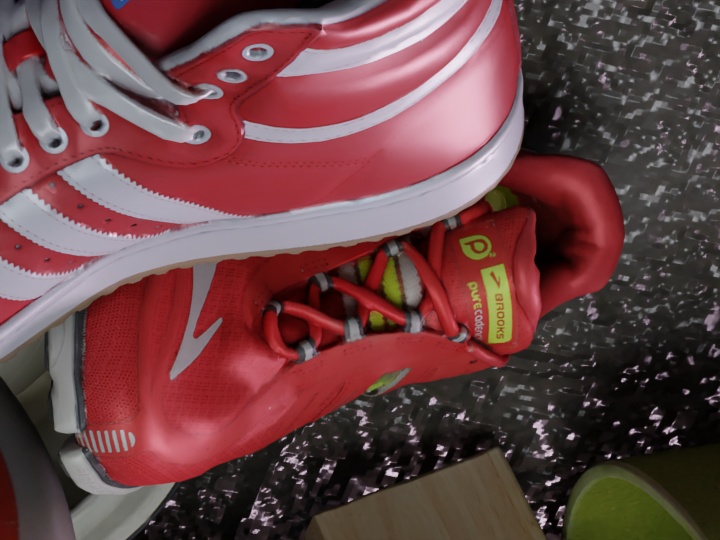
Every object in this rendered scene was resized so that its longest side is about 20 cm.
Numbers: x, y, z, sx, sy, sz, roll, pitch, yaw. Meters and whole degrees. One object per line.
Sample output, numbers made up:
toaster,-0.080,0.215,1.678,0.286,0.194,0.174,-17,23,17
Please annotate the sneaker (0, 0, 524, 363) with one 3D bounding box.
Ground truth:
sneaker,-0.064,-0.037,0.570,0.199,0.071,0.113,-18,153,-6

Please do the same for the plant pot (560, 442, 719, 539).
plant pot,0.185,0.118,0.812,0.199,0.187,0.187,-16,132,-14

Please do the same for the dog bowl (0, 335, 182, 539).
dog bowl,-0.137,0.002,0.736,0.199,0.074,0.201,-2,130,-2

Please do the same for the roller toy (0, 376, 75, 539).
roller toy,-0.169,0.081,0.636,0.182,0.200,0.140,29,124,-10

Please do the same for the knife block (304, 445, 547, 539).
knife block,0.061,0.171,0.796,0.064,0.176,0.201,-19,113,-20

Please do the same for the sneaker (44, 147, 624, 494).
sneaker,0.000,0.000,0.678,0.085,0.200,0.077,2,106,33
